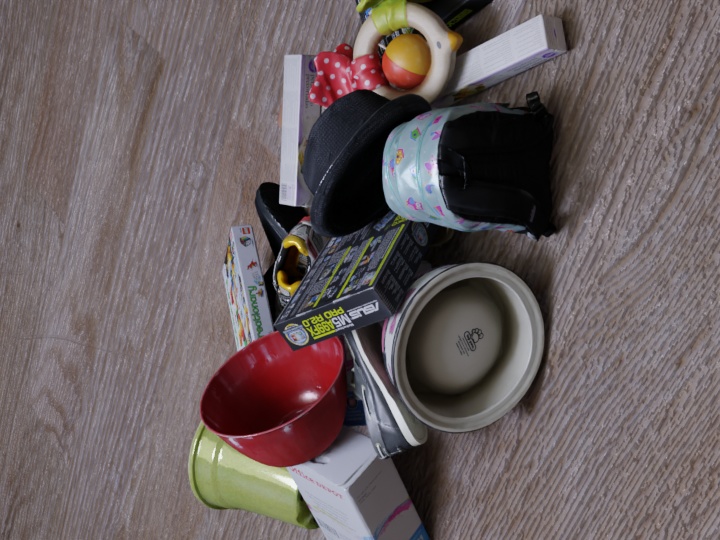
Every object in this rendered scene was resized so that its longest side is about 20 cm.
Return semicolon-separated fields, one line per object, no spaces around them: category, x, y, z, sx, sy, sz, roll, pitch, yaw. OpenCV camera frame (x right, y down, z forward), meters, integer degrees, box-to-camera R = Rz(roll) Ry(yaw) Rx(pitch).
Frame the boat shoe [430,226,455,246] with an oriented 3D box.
boat shoe;0.053;-0.070;1.217;0.199;0.063;0.074;6;93;42

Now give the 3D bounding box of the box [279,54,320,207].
box;-0.081;-0.188;1.231;0.041;0.038;0.203;11;102;47

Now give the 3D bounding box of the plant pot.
plant pot;-0.120;0.289;1.351;0.183;0.199;0.203;15;104;35

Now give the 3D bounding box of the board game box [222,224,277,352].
board game box;-0.164;0.052;1.335;0.127;0.034;0.202;114;146;-55

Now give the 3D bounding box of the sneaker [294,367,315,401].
sneaker;-0.083;0.158;1.283;0.077;0.082;0.201;26;73;34

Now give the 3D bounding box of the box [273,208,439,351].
box;0.000;0.000;1.100;0.159;0.201;0.044;-21;115;35

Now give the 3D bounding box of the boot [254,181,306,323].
boot;-0.135;-0.011;1.407;0.168;0.076;0.201;-50;64;34

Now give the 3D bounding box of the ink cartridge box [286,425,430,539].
ink cartridge box;-0.007;0.303;1.215;0.144;0.085;0.201;16;140;46

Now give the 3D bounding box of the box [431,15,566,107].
box;0.152;-0.245;1.084;0.199;0.038;0.042;-18;80;48

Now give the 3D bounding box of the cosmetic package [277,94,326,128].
cosmetic package;-0.019;-0.204;1.255;0.200;0.087;0.104;38;119;40

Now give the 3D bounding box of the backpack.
backpack;0.123;-0.110;1.019;0.126;0.198;0.169;-5;90;48

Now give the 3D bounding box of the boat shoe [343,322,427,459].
boat shoe;0.011;0.129;1.109;0.067;0.072;0.202;-31;73;27

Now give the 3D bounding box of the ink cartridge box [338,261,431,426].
ink cartridge box;0.033;0.098;1.211;0.144;0.084;0.203;-14;81;46

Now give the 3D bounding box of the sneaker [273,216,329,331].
sneaker;-0.095;0.026;1.281;0.077;0.082;0.202;17;116;21

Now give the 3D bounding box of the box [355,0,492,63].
box;0.068;-0.391;1.173;0.192;0.047;0.202;-28;73;47

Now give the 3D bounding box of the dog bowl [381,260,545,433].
dog bowl;0.112;0.082;1.062;0.074;0.198;0.203;-152;65;-65

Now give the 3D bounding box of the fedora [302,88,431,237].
fedora;-0.006;-0.140;1.081;0.092;0.199;0.202;44;124;24

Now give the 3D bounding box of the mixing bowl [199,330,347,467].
mixing bowl;-0.093;0.176;1.168;0.199;0.200;0.109;13;138;47

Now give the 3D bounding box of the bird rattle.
bird rattle;0.033;-0.259;1.099;0.162;0.112;0.201;35;108;16
